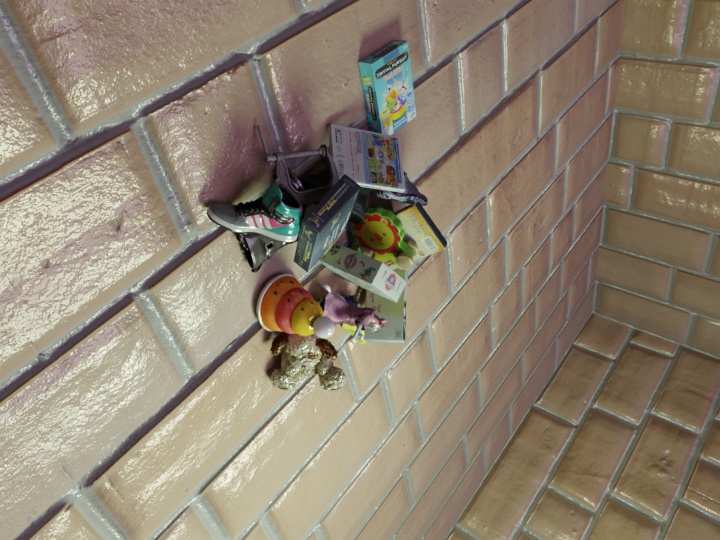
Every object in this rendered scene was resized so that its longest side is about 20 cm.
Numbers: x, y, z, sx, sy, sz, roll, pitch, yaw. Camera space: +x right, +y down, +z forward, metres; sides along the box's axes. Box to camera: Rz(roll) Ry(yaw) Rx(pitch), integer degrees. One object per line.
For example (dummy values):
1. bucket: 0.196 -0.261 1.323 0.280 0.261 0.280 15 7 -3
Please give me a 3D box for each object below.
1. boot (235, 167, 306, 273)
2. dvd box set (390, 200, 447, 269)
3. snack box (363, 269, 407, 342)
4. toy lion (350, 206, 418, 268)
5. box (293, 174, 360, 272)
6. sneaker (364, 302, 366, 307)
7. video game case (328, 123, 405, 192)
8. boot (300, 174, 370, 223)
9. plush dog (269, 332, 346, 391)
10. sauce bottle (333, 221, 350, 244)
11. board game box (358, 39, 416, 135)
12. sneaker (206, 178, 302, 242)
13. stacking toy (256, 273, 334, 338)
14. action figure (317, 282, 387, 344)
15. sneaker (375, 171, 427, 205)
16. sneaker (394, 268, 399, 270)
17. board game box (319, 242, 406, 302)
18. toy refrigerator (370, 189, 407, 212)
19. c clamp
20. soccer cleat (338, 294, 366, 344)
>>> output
1. boot: -0.200 -0.112 1.287 0.173 0.069 0.203 -30 123 -32
2. dvd box set: 0.117 -0.090 1.568 0.147 0.198 0.030 51 44 -17
3. snack box: 0.072 0.100 1.646 0.037 0.114 0.204 41 51 -68
4. toy lion: 0.045 -0.075 1.545 0.192 0.199 0.069 45 46 -17
5. box: -0.079 -0.102 1.309 0.158 0.051 0.201 -50 173 -27
6. sneaker: 0.069 0.080 1.719 0.077 0.077 0.203 52 54 -64
7. video game case: 0.017 -0.270 1.410 0.197 0.018 0.146 4 73 -29
8. boot: -0.049 -0.230 1.421 0.198 0.076 0.171 27 65 -31
9. plush dog: -0.133 0.206 1.465 0.173 0.196 0.163 84 8 -58
10. sauce bottle: -0.066 -0.112 1.462 0.200 0.064 0.065 -48 140 -25
11. board game box: 0.073 -0.460 1.486 0.151 0.046 0.202 -43 138 -33
12. sneaker: -0.203 -0.133 1.182 0.197 0.084 0.122 11 126 -26
13. stacking toy: -0.134 0.103 1.366 0.145 0.198 0.148 -29 129 -42
14. action figure: -0.024 0.116 1.551 0.134 0.196 0.152 164 -68 -82
15. sneaker: 0.122 -0.221 1.524 0.199 0.074 0.089 2 101 -53
16. sneaker: 0.101 -0.104 1.661 0.201 0.079 0.129 -63 153 -5
17. board game box: 0.000 0.000 1.491 0.065 0.198 0.147 -62 145 -6
18. toy refrigerator: 0.065 -0.244 1.562 0.070 0.075 0.202 -47 139 -27
19. c clamp: -0.125 -0.230 1.269 0.198 0.027 0.174 -11 92 -43
20. soccer cleat: -0.029 0.148 1.667 0.083 0.065 0.202 -25 137 -7
